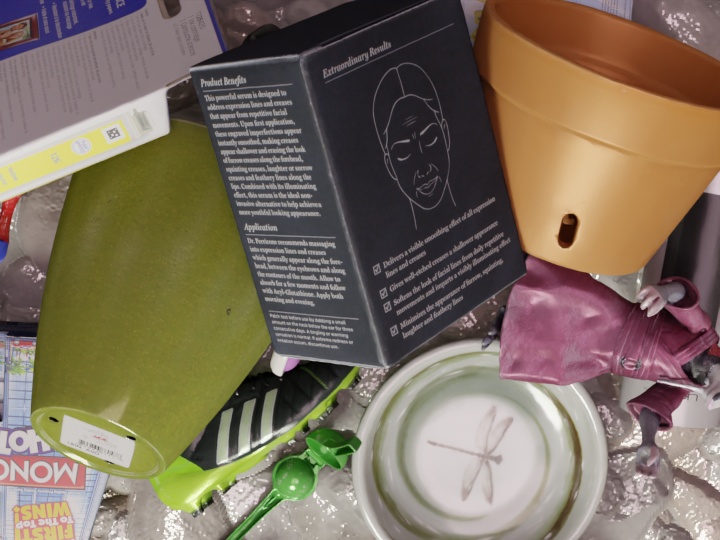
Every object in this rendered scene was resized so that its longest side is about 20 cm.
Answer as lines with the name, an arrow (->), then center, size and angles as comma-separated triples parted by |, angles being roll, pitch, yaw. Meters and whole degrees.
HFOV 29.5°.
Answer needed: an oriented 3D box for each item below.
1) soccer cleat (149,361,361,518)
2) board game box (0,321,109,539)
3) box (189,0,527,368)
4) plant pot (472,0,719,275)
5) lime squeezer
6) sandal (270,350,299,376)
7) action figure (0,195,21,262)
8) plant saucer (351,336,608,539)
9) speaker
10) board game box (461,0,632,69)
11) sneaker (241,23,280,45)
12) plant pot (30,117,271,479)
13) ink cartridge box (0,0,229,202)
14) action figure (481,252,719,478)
soccer cleat -> -0.083, 0.106, 1.049 | 0.200, 0.068, 0.081 | -37, 88, 2
board game box -> -0.264, 0.141, 1.040 | 0.200, 0.062, 0.200 | 3, 98, -5
box -> 0.003, -0.061, 0.871 | 0.148, 0.107, 0.200 | -30, 113, -40
plant pot -> 0.159, -0.089, 0.941 | 0.200, 0.200, 0.140 | 15, 114, -7
lime squeezer -> -0.044, 0.163, 1.056 | 0.038, 0.071, 0.200 | 34, 131, -16
sandal -> 0.001, -0.003, 0.987 | 0.050, 0.082, 0.203 | 29, 61, 7
action figure -> -0.299, 0.025, 0.959 | 0.065, 0.099, 0.200 | 10, 82, 10
plant saucer -> 0.091, 0.146, 1.075 | 0.200, 0.050, 0.200 | -1, 99, -5
speaker -> 0.255, 0.018, 1.053 | 0.081, 0.081, 0.200 | 9, 99, -6
board game box -> 0.105, -0.253, 1.015 | 0.199, 0.041, 0.200 | 3, 99, -5
sneaker -> 0.000, -0.124, 0.989 | 0.200, 0.075, 0.085 | 8, 137, -3
plant pot -> -0.139, 0.032, 0.927 | 0.187, 0.187, 0.200 | 23, 59, -8
ink cartridge box -> -0.193, -0.147, 0.940 | 0.200, 0.198, 0.047 | -20, 134, -1
action figure -> 0.196, 0.056, 1.000 | 0.200, 0.149, 0.134 | 19, 109, 11
